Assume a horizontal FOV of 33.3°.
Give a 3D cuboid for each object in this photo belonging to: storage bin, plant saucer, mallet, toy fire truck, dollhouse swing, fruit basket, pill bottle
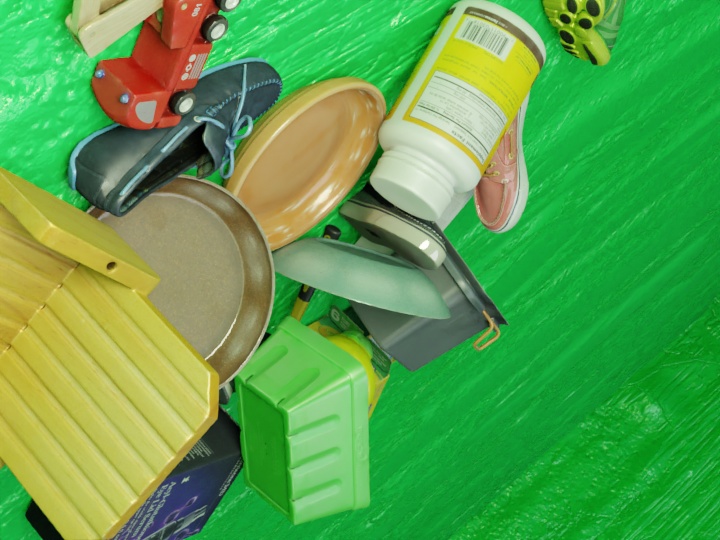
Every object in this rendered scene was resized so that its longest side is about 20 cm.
[{"bbox_3d":[0.079,0.045,1.400,0.134,0.146,0.200,-37,159,5],"label":"storage bin"},{"bbox_3d":[-0.059,-0.103,1.131,0.200,0.037,0.200,-40,158,-20],"label":"plant saucer"},{"bbox_3d":[-0.074,0.033,1.359,0.041,0.066,0.201,-18,130,-57],"label":"mallet"},{"bbox_3d":[0.000,0.000,1.209,0.201,0.200,0.039,4,103,-64],"label":"plant saucer"},{"bbox_3d":[-0.148,-0.178,0.808,0.141,0.049,0.200,-18,146,-51],"label":"toy fire truck"},{"bbox_3d":[-0.168,0.017,1.014,0.199,0.034,0.201,-7,103,-31],"label":"plant saucer"},{"bbox_3d":[-0.236,0.075,0.862,0.200,0.176,0.182,-48,144,6],"label":"dollhouse swing"},{"bbox_3d":[-0.034,0.145,1.311,0.215,0.155,0.216,-26,131,-35],"label":"fruit basket"},{"bbox_3d":[0.090,-0.152,1.160,0.201,0.109,0.109,-60,161,-11],"label":"pill bottle"}]

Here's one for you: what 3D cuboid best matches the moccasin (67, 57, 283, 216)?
[{"bbox_3d":[-0.134,-0.097,0.951,0.200,0.068,0.081,-36,157,-26],"label":"moccasin"}]

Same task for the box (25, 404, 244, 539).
[{"bbox_3d":[-0.233,0.224,1.293,0.200,0.104,0.148,-11,139,-56],"label":"box"}]

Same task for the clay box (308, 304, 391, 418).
[{"bbox_3d":[-0.035,0.146,1.516,0.048,0.115,0.200,-30,153,-37],"label":"clay box"}]

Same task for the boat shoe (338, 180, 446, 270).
[{"bbox_3d":[0.050,-0.068,1.244,0.075,0.200,0.093,42,84,-28],"label":"boat shoe"}]

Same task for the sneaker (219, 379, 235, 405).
[{"bbox_3d":[-0.142,0.059,1.245,0.082,0.070,0.200,-54,168,-30],"label":"sneaker"}]

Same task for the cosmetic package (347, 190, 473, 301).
[{"bbox_3d":[0.051,-0.047,1.422,0.200,0.051,0.082,-50,156,8],"label":"cosmetic package"}]

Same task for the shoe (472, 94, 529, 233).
[{"bbox_3d":[0.136,-0.133,1.339,0.091,0.071,0.201,-19,118,-44],"label":"shoe"}]

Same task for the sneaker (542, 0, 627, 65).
[{"bbox_3d":[0.254,-0.303,1.344,0.084,0.074,0.200,-65,161,-7],"label":"sneaker"}]

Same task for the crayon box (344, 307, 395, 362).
[{"bbox_3d":[0.027,0.082,1.609,0.200,0.052,0.126,-28,153,-38],"label":"crayon box"}]
